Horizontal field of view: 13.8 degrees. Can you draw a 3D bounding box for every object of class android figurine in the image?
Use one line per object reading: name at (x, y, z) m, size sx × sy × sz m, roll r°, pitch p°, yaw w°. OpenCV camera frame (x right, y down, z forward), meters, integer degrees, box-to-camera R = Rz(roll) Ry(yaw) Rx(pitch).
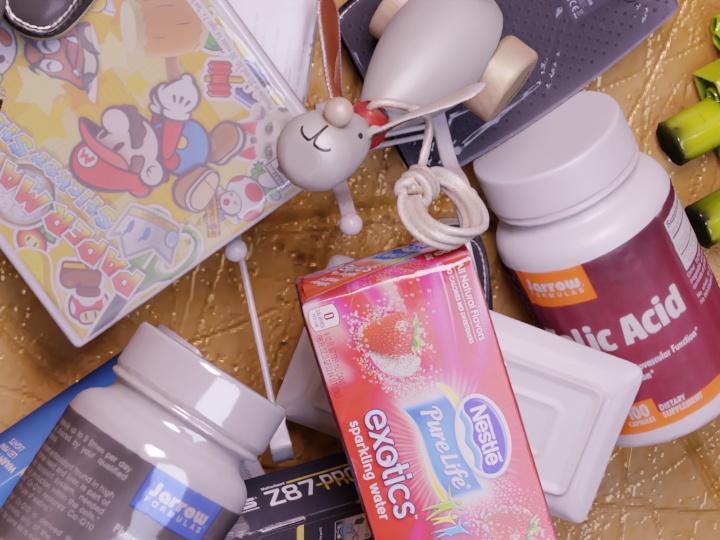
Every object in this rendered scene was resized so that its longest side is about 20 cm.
android figurine at (0.285, -0.098, 1.892) m, size 0.200 × 0.041 × 0.182 m, roll -31°, pitch 115°, yaw -16°

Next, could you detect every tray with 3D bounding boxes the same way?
tray at (0.058, 0.074, 1.760) m, size 0.200 × 0.022 × 0.107 m, roll 20°, pitch 103°, yaw -2°

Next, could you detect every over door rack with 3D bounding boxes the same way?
over door rack at (0.000, 0.000, 1.705) m, size 0.148 × 0.067 × 0.200 m, roll -12°, pitch 91°, yaw -1°

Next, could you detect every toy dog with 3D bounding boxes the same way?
toy dog at (0.033, -0.116, 1.621) m, size 0.132 × 0.200 × 0.096 m, roll 22°, pitch 129°, yaw -5°

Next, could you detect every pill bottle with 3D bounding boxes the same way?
pill bottle at (-0.134, 0.136, 1.628) m, size 0.114 × 0.114 × 0.200 m, roll 34°, pitch 88°, yaw -30°
pill bottle at (0.151, -0.001, 1.807) m, size 0.114 × 0.114 × 0.200 m, roll -36°, pitch 117°, yaw -15°

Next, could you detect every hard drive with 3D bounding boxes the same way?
hard drive at (0.083, -0.156, 1.769) m, size 0.200 × 0.042 × 0.135 m, roll -35°, pitch 116°, yaw -13°

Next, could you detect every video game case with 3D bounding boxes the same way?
video game case at (-0.141, -0.088, 1.624) m, size 0.182 × 0.023 × 0.200 m, roll -35°, pitch 101°, yaw 5°

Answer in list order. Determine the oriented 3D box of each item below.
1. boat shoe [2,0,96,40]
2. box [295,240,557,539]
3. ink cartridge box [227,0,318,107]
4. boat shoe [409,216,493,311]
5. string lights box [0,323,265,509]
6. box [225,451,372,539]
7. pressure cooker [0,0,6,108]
boat shoe at (-0.143, -0.215, 1.555) m, size 0.072 × 0.066 × 0.201 m, roll 25°, pitch 98°, yaw -5°
box at (0.039, 0.089, 1.647) m, size 0.100 × 0.095 × 0.200 m, roll -17°, pitch 100°, yaw -2°
ink cartridge box at (-0.125, -0.140, 1.652) m, size 0.200 × 0.050 × 0.109 m, roll 8°, pitch 101°, yaw -3°
boat shoe at (0.056, 0.070, 1.805) m, size 0.072 × 0.065 × 0.200 m, roll 1°, pitch 103°, yaw -27°
string lights box at (-0.164, 0.132, 1.712) m, size 0.200 × 0.059 × 0.103 m, roll -35°, pitch 118°, yaw -15°
box at (-0.028, 0.201, 1.766) m, size 0.161 × 0.049 × 0.200 m, roll -17°, pitch 133°, yaw -21°
pressure cooker at (-0.270, -0.141, 1.513) m, size 0.179 × 0.176 × 0.200 m, roll 14°, pitch 92°, yaw -22°
